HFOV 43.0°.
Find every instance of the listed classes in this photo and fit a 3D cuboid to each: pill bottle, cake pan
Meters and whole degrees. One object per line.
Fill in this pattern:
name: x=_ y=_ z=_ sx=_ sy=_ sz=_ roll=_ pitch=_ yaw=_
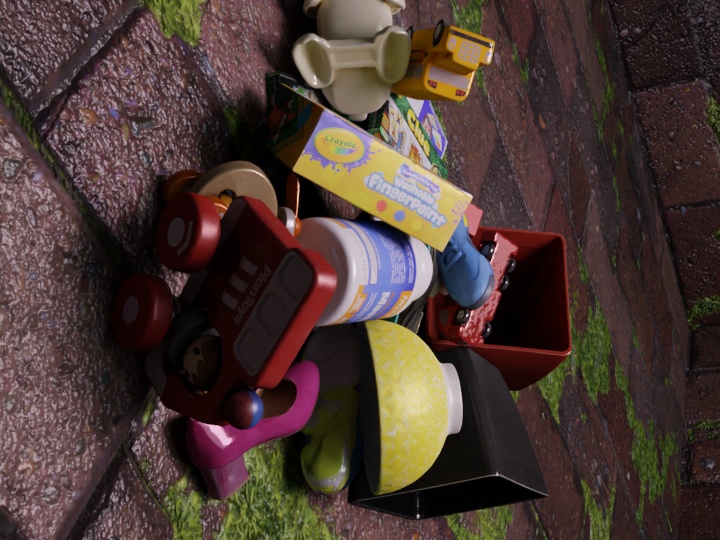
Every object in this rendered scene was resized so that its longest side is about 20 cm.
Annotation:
pill bottle: x=0.000 y=0.000 z=1.014 sx=0.199 sy=0.111 sz=0.114 roll=-1 pitch=85 yaw=-57
cake pan: x=-0.085 y=-0.027 z=1.032 sx=0.200 sy=0.036 sz=0.204 roll=24 pitch=63 yaw=-58

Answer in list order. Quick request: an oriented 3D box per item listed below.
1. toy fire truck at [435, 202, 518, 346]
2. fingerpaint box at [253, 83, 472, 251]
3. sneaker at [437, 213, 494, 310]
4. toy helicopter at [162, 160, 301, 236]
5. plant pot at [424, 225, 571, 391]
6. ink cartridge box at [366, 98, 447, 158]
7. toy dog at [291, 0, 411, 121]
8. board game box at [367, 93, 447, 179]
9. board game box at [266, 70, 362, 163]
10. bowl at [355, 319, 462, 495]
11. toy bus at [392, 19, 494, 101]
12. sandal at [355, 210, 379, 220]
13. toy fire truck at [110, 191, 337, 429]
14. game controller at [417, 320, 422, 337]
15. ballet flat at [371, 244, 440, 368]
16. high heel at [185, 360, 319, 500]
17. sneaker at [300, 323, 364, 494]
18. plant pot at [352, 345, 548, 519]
toy fire truck: x=0.138 y=-0.001 z=1.215 sx=0.048 sy=0.140 sz=0.203 roll=29 pitch=76 yaw=-29
fingerpaint box: x=-0.002 y=-0.113 z=1.000 sx=0.198 sy=0.167 sz=0.074 roll=26 pitch=98 yaw=-28
sneaker: x=0.109 y=-0.030 z=1.158 sx=0.078 sy=0.066 sz=0.201 roll=33 pitch=25 yaw=-33
toy helicopter: x=-0.112 y=-0.016 z=0.911 sx=0.131 sy=0.079 sz=0.203 roll=-19 pitch=126 yaw=-21
plant pot: x=0.186 y=0.071 z=1.334 sx=0.177 sy=0.196 sz=0.203 roll=94 pitch=1 yaw=-55
ink cartridge box: x=0.059 y=-0.201 z=1.335 sx=0.199 sy=0.043 sz=0.202 roll=61 pitch=34 yaw=-36
toy dog: x=0.001 y=-0.309 z=1.139 sx=0.195 sy=0.137 sz=0.203 roll=63 pitch=22 yaw=-56
board game box: x=0.069 y=-0.163 z=1.262 sx=0.200 sy=0.023 sz=0.106 roll=52 pitch=37 yaw=-44
board game box: x=-0.050 y=-0.177 z=1.147 sx=0.199 sy=0.023 sz=0.107 roll=4 pitch=78 yaw=-61
bowl: x=0.058 y=0.153 z=1.057 sx=0.200 sy=0.106 sz=0.204 roll=176 pitch=-90 yaw=-83
toy bus: x=0.090 y=-0.249 z=1.102 sx=0.064 sy=0.200 sz=0.080 roll=15 pitch=96 yaw=-18
sandal: x=0.010 y=-0.011 z=1.193 sx=0.208 sy=0.058 sz=0.080 roll=84 pitch=17 yaw=-49
toy fire truck: x=-0.114 y=0.042 z=0.776 sx=0.111 sy=0.168 sz=0.202 roll=17 pitch=111 yaw=-45
game controller: x=0.068 y=0.023 z=1.242 sx=0.104 sy=0.041 sz=0.204 roll=-36 pitch=127 yaw=-81
ballet flat: x=0.058 y=0.035 z=1.157 sx=0.068 sy=0.068 sz=0.202 roll=2 pitch=118 yaw=-47
high heel: x=-0.102 y=0.131 z=0.925 sx=0.200 sy=0.066 sz=0.097 roll=-54 pitch=140 yaw=-48
sneaker: x=-0.032 y=0.165 z=1.072 sx=0.105 sy=0.074 sz=0.203 roll=69 pitch=25 yaw=-61
plant pot: x=0.113 y=0.213 z=1.202 sx=0.200 sy=0.197 sz=0.180 roll=35 pitch=45 yaw=-54
